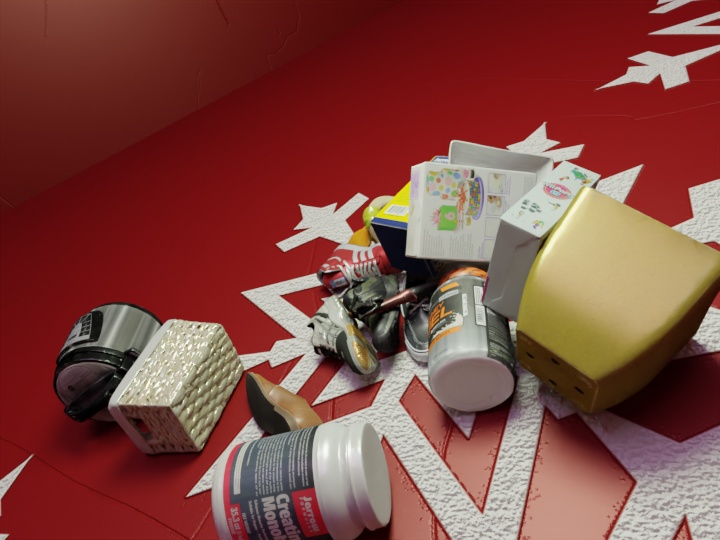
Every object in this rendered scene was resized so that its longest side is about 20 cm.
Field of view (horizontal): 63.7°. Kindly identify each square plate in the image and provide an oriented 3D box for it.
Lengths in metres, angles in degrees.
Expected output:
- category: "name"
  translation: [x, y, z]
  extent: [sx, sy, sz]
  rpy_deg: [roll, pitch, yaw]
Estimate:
- category: "square plate"
  translation: [0.227, -0.104, 0.981]
  extent: [0.197, 0.201, 0.028]
  rpy_deg: [6, 2, -17]

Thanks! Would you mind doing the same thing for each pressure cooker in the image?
- category: "pressure cooker"
  translation: [-0.455, 0.178, 1.064]
  extent: [0.176, 0.177, 0.201]
  rpy_deg: [6, 36, -5]

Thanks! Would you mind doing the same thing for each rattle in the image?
- category: "rattle"
  translation: [0.084, -0.082, 1.231]
  extent: [0.199, 0.144, 0.130]
  rpy_deg: [-23, 54, -38]

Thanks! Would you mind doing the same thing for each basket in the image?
- category: "basket"
  translation: [-0.302, 0.196, 0.987]
  extent: [0.122, 0.137, 0.201]
  rpy_deg: [-2, 39, 22]

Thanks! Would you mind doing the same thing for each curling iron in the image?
- category: "curling iron"
  translation: [0.081, 0.040, 0.935]
  extent: [0.198, 0.026, 0.050]
  rpy_deg: [-16, -11, -18]

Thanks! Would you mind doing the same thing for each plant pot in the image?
- category: "plant pot"
  translation: [0.302, 0.059, 0.738]
  extent: [0.194, 0.196, 0.200]
  rpy_deg: [36, 76, 31]

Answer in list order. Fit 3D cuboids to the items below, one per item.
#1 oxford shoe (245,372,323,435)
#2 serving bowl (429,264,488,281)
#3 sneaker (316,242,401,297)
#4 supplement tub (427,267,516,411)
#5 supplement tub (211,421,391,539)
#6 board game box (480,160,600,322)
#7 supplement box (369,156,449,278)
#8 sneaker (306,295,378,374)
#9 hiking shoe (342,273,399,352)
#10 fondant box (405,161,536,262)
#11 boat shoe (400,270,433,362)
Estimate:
- category: "oxford shoe"
  translation: [-0.127, 0.218, 0.928]
  extent: [0.071, 0.072, 0.199]
  rpy_deg: [-10, 23, -34]
- category: "serving bowl"
  translation: [0.185, -0.052, 1.095]
  extent: [0.198, 0.066, 0.201]
  rpy_deg: [-17, 34, 11]
- category: "sneaker"
  translation: [0.000, 0.000, 1.128]
  extent: [0.198, 0.072, 0.113]
  rpy_deg: [1, 36, 43]
- category: "supplement tub"
  translation: [0.160, 0.094, 0.858]
  extent: [0.121, 0.123, 0.201]
  rpy_deg: [-12, 35, 16]
- category: "supplement tub"
  translation: [-0.072, 0.274, 0.733]
  extent: [0.198, 0.141, 0.141]
  rpy_deg: [-16, 34, 12]
- category: "board game box"
  translation: [0.256, -0.045, 0.823]
  extent: [0.064, 0.149, 0.199]
  rpy_deg: [30, 46, 27]
- category: "supplement box"
  translation: [0.132, -0.100, 1.032]
  extent: [0.109, 0.109, 0.200]
  rpy_deg: [15, 54, 47]
- category: "sneaker"
  translation: [-0.036, 0.127, 0.991]
  extent: [0.087, 0.076, 0.200]
  rpy_deg: [-39, 31, 3]
- category: "hiking shoe"
  translation: [0.018, 0.074, 0.999]
  extent: [0.099, 0.077, 0.201]
  rpy_deg: [1, 27, 3]
- category: "fondant box"
  translation: [0.176, -0.088, 0.923]
  extent: [0.197, 0.146, 0.058]
  rpy_deg: [3, 4, -18]
- category: "boat shoe"
  translation: [0.101, 0.066, 0.980]
  extent: [0.071, 0.068, 0.201]
  rpy_deg: [-14, 35, 13]
